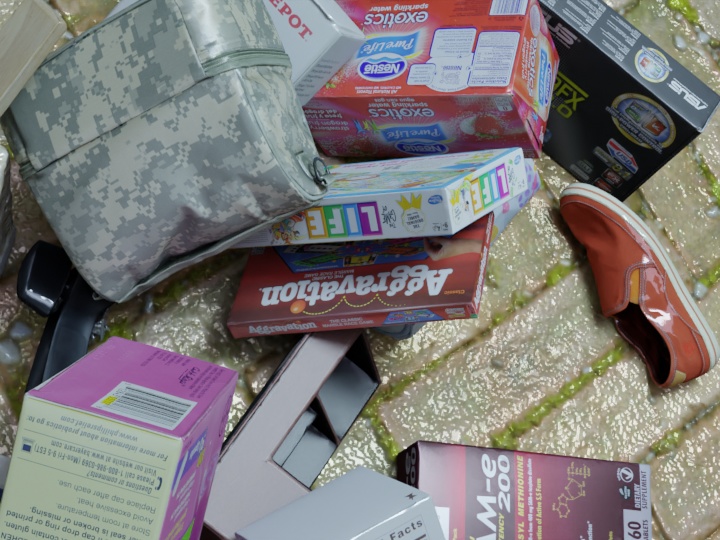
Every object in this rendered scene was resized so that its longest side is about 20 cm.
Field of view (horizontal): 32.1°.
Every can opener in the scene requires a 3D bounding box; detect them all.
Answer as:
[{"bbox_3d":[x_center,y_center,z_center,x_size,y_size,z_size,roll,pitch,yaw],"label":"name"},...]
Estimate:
[{"bbox_3d":[-0.217,0.061,0.892,0.078,0.064,0.201,18,36,-19],"label":"can opener"}]

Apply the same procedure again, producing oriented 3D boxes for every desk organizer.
[{"bbox_3d":[-0.054,0.128,0.951,0.077,0.072,0.201,37,65,-3],"label":"desk organizer"}]

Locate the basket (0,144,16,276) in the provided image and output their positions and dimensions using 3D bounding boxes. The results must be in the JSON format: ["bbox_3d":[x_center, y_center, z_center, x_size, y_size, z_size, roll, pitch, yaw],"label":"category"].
[{"bbox_3d":[-0.360,-0.009,0.864,0.198,0.161,0.200,23,64,-9],"label":"basket"}]

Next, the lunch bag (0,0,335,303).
[{"bbox_3d":[-0.134,-0.086,0.874,0.198,0.139,0.169,-24,89,17],"label":"lunch bag"}]

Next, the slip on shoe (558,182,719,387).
[{"bbox_3d":[0.231,0.012,1.081,0.061,0.074,0.201,-31,86,-21],"label":"slip on shoe"}]

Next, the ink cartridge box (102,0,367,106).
[{"bbox_3d":[-0.116,-0.165,0.977,0.200,0.084,0.145,-44,84,16],"label":"ink cartridge box"}]

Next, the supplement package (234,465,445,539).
[{"bbox_3d":[0.010,0.255,0.861,0.113,0.109,0.202,-23,102,-23],"label":"supplement package"}]

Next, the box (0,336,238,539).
[{"bbox_3d":[-0.158,0.164,0.787,0.096,0.176,0.202,15,98,3],"label":"box"}]

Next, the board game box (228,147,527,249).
[{"bbox_3d":[0.010,-0.055,0.953,0.134,0.198,0.035,-30,113,-54],"label":"board game box"}]

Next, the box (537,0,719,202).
[{"bbox_3d":[0.188,-0.160,1.081,0.199,0.160,0.044,39,65,0],"label":"box"}]

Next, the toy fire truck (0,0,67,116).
[{"bbox_3d":[-0.302,-0.122,0.780,0.199,0.129,0.177,-30,80,-37],"label":"toy fire truck"}]

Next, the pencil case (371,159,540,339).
[{"bbox_3d":[0.063,-0.035,1.041,0.090,0.084,0.200,29,61,29],"label":"pencil case"}]

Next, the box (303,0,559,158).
[{"bbox_3d":[0.052,-0.157,1.024,0.198,0.096,0.101,3,64,25],"label":"box"}]

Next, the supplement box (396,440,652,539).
[{"bbox_3d":[0.128,0.200,0.983,0.197,0.061,0.110,7,69,-13],"label":"supplement box"}]

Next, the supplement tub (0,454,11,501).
[{"bbox_3d":[-0.294,0.212,0.800,0.143,0.145,0.202,15,73,-10],"label":"supplement tub"}]

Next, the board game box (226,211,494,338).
[{"bbox_3d":[0.000,0.000,0.956,0.198,0.020,0.104,-6,47,22],"label":"board game box"}]
